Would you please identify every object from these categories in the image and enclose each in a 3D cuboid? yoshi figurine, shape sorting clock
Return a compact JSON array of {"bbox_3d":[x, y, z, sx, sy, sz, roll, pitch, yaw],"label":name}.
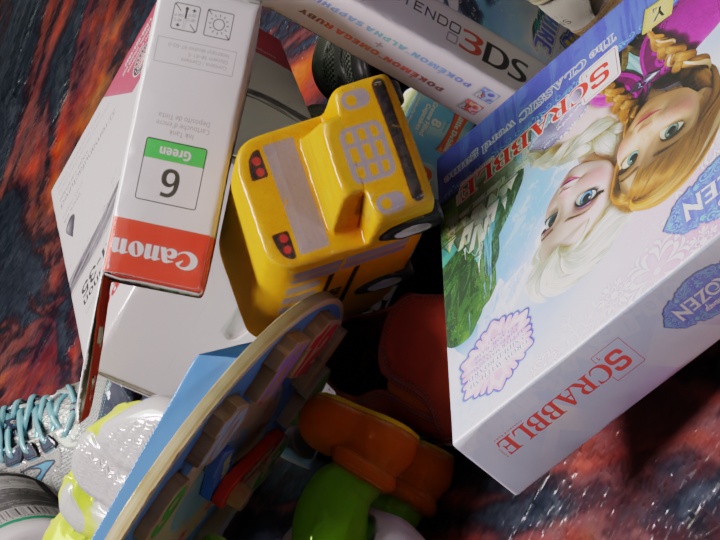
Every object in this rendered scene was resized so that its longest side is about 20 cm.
[{"bbox_3d":[-0.036,0.159,1.216,0.112,0.112,0.201,159,132,-73],"label":"yoshi figurine"},{"bbox_3d":[-0.068,0.094,1.216,0.200,0.039,0.200,-55,-11,-17],"label":"shape sorting clock"}]

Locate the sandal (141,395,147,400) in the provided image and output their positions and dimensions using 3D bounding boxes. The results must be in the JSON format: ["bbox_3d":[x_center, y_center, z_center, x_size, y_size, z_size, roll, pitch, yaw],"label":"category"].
[{"bbox_3d":[-0.089,0.013,1.639,0.076,0.043,0.201,-139,66,-77],"label":"sandal"}]

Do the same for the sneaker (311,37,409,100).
[{"bbox_3d":[0.041,-0.176,1.480,0.200,0.076,0.114,-66,21,3],"label":"sneaker"}]

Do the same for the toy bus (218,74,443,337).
[{"bbox_3d":[-0.017,-0.025,1.219,0.200,0.078,0.065,114,138,-76],"label":"toy bus"}]

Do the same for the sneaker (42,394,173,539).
[{"bbox_3d":[-0.103,0.104,1.421,0.105,0.076,0.200,-40,-5,-39],"label":"sneaker"}]

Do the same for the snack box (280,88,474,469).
[{"bbox_3d":[0.000,0.000,1.377,0.201,0.037,0.116,-64,4,-1],"label":"snack box"}]

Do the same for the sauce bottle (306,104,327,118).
[{"bbox_3d":[-0.059,-0.006,1.535,0.200,0.064,0.065,-51,23,29],"label":"sauce bottle"}]

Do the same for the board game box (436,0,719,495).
[{"bbox_3d":[0.116,-0.037,1.102,0.200,0.041,0.200,-41,28,25],"label":"board game box"}]

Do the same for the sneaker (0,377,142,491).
[{"bbox_3d":[-0.207,0.118,1.728,0.200,0.086,0.078,-46,26,41],"label":"sneaker"}]

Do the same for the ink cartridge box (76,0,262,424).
[{"bbox_3d":[-0.088,-0.025,1.245,0.109,0.050,0.201,161,120,-86],"label":"ink cartridge box"}]

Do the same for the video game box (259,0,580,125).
[{"bbox_3d":[0.051,-0.175,1.288,0.047,0.182,0.201,-28,41,52],"label":"video game box"}]

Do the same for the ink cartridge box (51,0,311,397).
[{"bbox_3d":[-0.091,-0.038,1.452,0.147,0.082,0.200,-58,25,20],"label":"ink cartridge box"}]

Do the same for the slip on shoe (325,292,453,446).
[{"bbox_3d":[0.039,0.040,1.230,0.200,0.061,0.074,-11,53,65],"label":"slip on shoe"}]

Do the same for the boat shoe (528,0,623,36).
[{"bbox_3d":[0.154,-0.183,1.205,0.200,0.066,0.074,-42,25,20],"label":"boat shoe"}]

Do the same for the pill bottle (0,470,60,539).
[{"bbox_3d":[-0.208,0.184,1.609,0.114,0.113,0.200,-64,19,-1],"label":"pill bottle"}]
